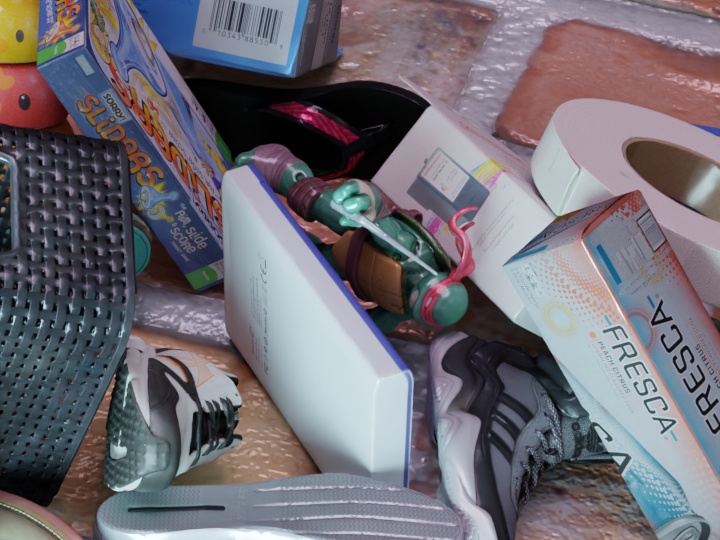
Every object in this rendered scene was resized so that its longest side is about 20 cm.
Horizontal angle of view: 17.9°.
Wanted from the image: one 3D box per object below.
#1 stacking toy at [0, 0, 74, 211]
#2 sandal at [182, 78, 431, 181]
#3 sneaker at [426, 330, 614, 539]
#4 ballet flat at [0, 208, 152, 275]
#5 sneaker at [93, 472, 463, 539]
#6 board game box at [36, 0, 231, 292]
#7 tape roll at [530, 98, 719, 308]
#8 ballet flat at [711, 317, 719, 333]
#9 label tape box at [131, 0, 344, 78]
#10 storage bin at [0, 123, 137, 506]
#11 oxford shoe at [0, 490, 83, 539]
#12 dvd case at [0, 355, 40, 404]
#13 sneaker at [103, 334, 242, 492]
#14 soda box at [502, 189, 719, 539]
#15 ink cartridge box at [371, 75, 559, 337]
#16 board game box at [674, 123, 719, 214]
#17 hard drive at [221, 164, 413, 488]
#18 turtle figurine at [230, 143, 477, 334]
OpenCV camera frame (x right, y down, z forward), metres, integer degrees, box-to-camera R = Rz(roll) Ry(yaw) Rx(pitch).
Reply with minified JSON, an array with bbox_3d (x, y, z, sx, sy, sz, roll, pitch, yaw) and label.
[{"bbox_3d":[-0.242,-0.138,1.463,0.146,0.200,0.146,5,20,-2],"label":"stacking toy"},{"bbox_3d":[-0.043,-0.090,1.546,0.200,0.075,0.045,4,35,12],"label":"sandal"},{"bbox_3d":[0.098,0.105,1.313,0.114,0.076,0.200,-1,37,-3],"label":"sneaker"},{"bbox_3d":[-0.229,-0.009,1.400,0.200,0.074,0.074,-10,41,-24],"label":"ballet flat"},{"bbox_3d":[-0.043,0.156,1.240,0.200,0.071,0.073,1,29,6],"label":"sneaker"},{"bbox_3d":[-0.140,-0.100,1.452,0.034,0.200,0.135,-23,39,12],"label":"board game box"},{"bbox_3d":[0.201,-0.040,1.407,0.203,0.037,0.203,20,25,-10],"label":"tape roll"},{"bbox_3d":[0.256,0.101,1.353,0.071,0.069,0.200,-3,40,-38],"label":"ballet flat"},{"bbox_3d":[-0.091,-0.183,1.594,0.143,0.066,0.200,12,12,7],"label":"label tape box"},{"bbox_3d":[-0.195,0.027,1.257,0.094,0.200,0.135,7,51,-19],"label":"storage bin"},{"bbox_3d":[-0.162,0.189,1.191,0.075,0.071,0.200,-29,49,-28],"label":"oxford shoe"},{"bbox_3d":[-0.258,0.042,1.398,0.146,0.022,0.200,26,44,24],"label":"dvd case"},{"bbox_3d":[-0.102,0.079,1.283,0.080,0.074,0.200,11,10,-6],"label":"sneaker"},{"bbox_3d":[0.165,0.058,1.290,0.068,0.200,0.064,-20,13,48],"label":"soda box"},{"bbox_3d":[0.088,-0.032,1.447,0.117,0.067,0.200,27,15,-49],"label":"ink cartridge box"},{"bbox_3d":[0.257,-0.037,1.529,0.200,0.045,0.135,10,39,6],"label":"board game box"},{"bbox_3d":[-0.028,0.047,1.326,0.025,0.132,0.200,-17,44,-21],"label":"hard drive"},{"bbox_3d":[0.000,0.000,1.384,0.101,0.150,0.200,-13,30,-35],"label":"turtle figurine"}]
